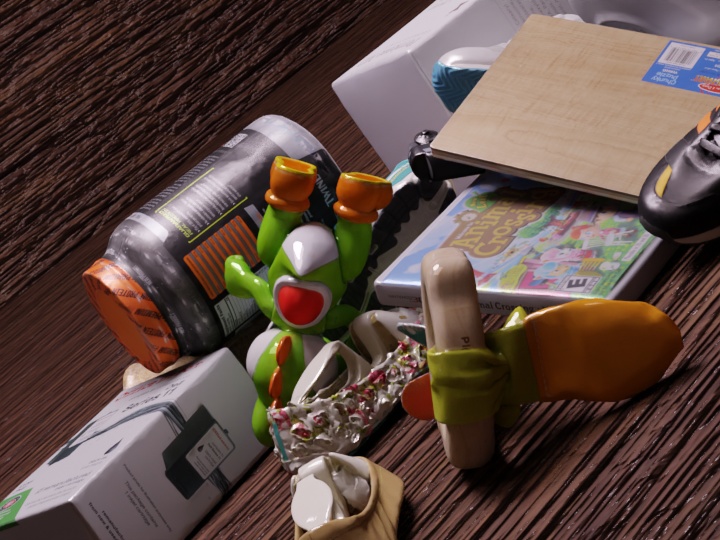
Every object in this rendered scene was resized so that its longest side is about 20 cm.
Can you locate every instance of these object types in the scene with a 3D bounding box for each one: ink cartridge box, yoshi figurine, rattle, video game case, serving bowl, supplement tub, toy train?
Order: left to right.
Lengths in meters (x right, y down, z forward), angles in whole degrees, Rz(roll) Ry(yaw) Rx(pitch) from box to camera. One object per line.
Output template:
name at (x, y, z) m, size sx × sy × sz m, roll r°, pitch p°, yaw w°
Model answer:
ink cartridge box at (-0.170, 0.156, 1.382) m, size 0.146 × 0.083 × 0.200 m, roll -24°, pitch 15°, yaw 43°
supplement tub at (-0.108, -0.019, 1.459) m, size 0.200 × 0.123 × 0.122 m, roll -38°, pitch 11°, yaw -19°
yoshi figurine at (-0.037, 0.025, 1.347) m, size 0.111 × 0.202 × 0.112 m, roll 5°, pitch 9°, yaw -40°
rattle at (0.094, 0.048, 1.111) m, size 0.142 × 0.131 × 0.200 m, roll -24°, pitch -16°, yaw -4°
toy train at (0.129, -0.095, 1.329) m, size 0.198 × 0.034 × 0.046 m, roll -11°, pitch 30°, yaw 12°
video game case at (0.133, -0.031, 1.265) m, size 0.181 × 0.022 × 0.200 m, roll 4°, pitch 34°, yaw 36°
serving bowl at (0.238, -0.202, 1.478) m, size 0.066 × 0.199 × 0.200 m, roll -62°, pitch 16°, yaw -8°

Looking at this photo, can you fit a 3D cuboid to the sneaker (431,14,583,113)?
sneaker at (0.151, -0.167, 1.574) m, size 0.198 × 0.081 × 0.077 m, roll 0°, pitch -31°, yaw -18°

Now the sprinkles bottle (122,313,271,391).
sprinkles bottle at (-0.091, 0.069, 1.510) m, size 0.199 × 0.069 × 0.068 m, roll -25°, pitch 13°, yaw 18°

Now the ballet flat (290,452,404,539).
ballet flat at (-0.011, 0.133, 1.056) m, size 0.068 × 0.063 × 0.200 m, roll -33°, pitch 11°, yaw 3°

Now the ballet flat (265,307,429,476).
ballet flat at (0.006, 0.067, 1.291) m, size 0.075 × 0.064 × 0.200 m, roll -23°, pitch 15°, yaw 45°

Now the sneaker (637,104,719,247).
sneaker at (0.244, -0.101, 1.178) m, size 0.200 × 0.090 × 0.070 m, roll -36°, pitch 48°, yaw -19°

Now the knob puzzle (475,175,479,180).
knob puzzle at (0.119, -0.076, 1.478) m, size 0.220 × 0.030 × 0.221 m, roll 90°, pitch -154°, yaw -73°

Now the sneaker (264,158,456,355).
sneaker at (0.000, 0.000, 1.421) m, size 0.200 × 0.077 × 0.080 m, roll -49°, pitch 24°, yaw 9°

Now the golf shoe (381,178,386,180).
golf shoe at (-0.002, 0.014, 1.564) m, size 0.200 × 0.092 × 0.073 m, roll -45°, pitch 43°, yaw 29°

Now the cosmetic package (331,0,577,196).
cosmetic package at (0.120, -0.168, 1.685) m, size 0.200 × 0.167 × 0.167 m, roll -40°, pitch 12°, yaw -22°

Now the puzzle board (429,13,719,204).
puzzle board at (0.167, -0.109, 1.294) m, size 0.199 × 0.017 × 0.151 m, roll 16°, pitch 53°, yaw 33°
